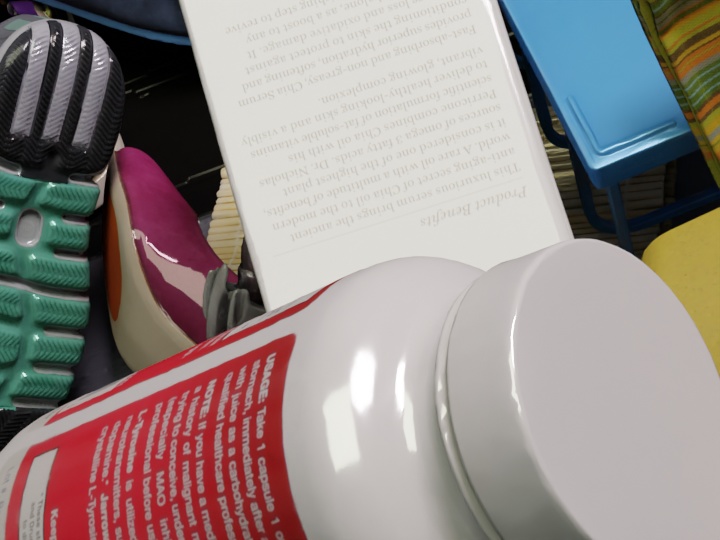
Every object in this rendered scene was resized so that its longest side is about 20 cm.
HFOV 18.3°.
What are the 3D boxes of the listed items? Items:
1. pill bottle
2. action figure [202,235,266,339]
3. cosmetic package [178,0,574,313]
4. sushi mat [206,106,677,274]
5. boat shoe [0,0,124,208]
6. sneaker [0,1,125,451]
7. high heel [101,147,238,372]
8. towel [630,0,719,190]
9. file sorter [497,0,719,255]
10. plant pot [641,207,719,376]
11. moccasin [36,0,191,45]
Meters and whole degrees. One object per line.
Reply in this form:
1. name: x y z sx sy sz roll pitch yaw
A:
1. pill bottle: -0.005 0.063 0.591 0.200 0.112 0.112 -24 44 40
2. action figure: 0.000 0.000 0.823 0.069 0.130 0.200 -54 35 38
3. cosmetic package: 0.005 -0.053 0.744 0.101 0.071 0.200 -17 75 5
4. sushi mat: 0.029 -0.023 0.903 0.200 0.012 0.096 -6 53 21
5. boat shoe: -0.167 -0.104 1.021 0.072 0.060 0.200 -32 49 0
6. sneaker: -0.148 -0.009 0.912 0.088 0.074 0.200 40 112 62
7. high heel: -0.043 0.022 0.878 0.096 0.067 0.200 -6 50 -18
8. towel: 0.161 -0.036 0.732 0.086 0.200 0.018 -29 30 4
9. file sorter: 0.119 -0.100 0.832 0.139 0.123 0.200 -22 54 -1
10. plant pot: 0.187 0.061 0.661 0.200 0.200 0.176 -25 39 6
11. moccasin: -0.104 -0.148 0.983 0.200 0.068 0.081 9 42 3
